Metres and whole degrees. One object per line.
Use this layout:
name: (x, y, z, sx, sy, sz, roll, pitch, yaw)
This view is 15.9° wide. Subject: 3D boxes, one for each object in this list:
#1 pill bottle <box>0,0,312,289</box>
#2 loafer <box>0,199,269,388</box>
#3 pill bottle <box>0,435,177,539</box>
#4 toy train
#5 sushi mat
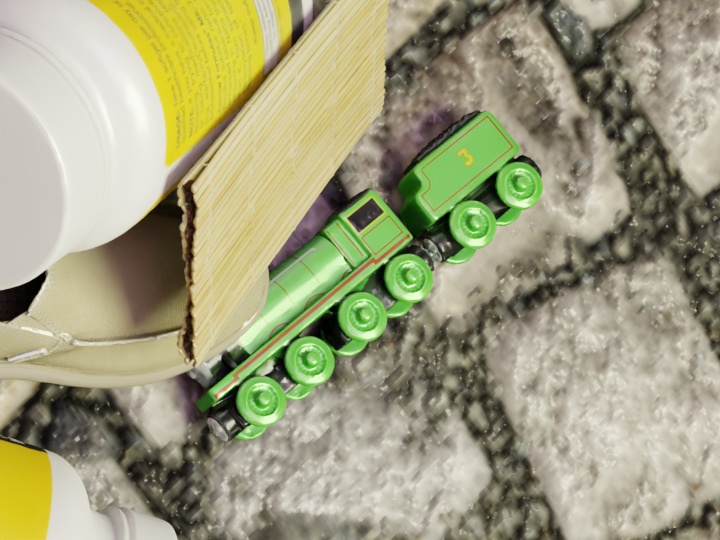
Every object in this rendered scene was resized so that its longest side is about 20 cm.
pill bottle: (-0.108, -0.077, 1.015, 0.114, 0.114, 0.200, 55, 34, -8)
loafer: (-0.127, 0.005, 1.057, 0.199, 0.068, 0.076, -8, 64, -23)
pill bottle: (-0.178, 0.112, 1.009, 0.200, 0.112, 0.113, 19, 76, -21)
toy train: (0.000, 0.000, 1.139, 0.200, 0.042, 0.056, -39, 89, -22)
sushi mat: (-0.030, -0.053, 1.070, 0.012, 0.096, 0.200, 19, 42, 15)
